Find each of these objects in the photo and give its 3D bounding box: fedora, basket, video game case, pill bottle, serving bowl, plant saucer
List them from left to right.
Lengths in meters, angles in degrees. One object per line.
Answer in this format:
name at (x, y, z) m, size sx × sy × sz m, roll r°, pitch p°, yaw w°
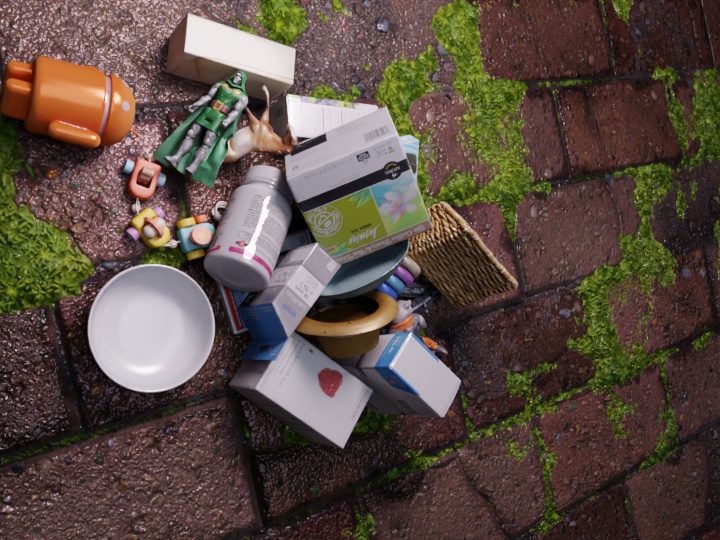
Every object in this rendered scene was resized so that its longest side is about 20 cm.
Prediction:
serving bowl at (-0.338, 0.093, 1.119) m, size 0.200 × 0.066 × 0.201 m, roll 4°, pitch 82°, yaw -32°
pill bottle at (-0.182, -0.074, 1.196) m, size 0.113 × 0.113 × 0.200 m, roll 32°, pitch 57°, yaw -26°
video game case at (-0.162, 0.017, 1.268) m, size 0.200 × 0.017 × 0.143 m, roll -19°, pitch 95°, yaw -33°
fedora at (-0.028, 0.098, 1.207) m, size 0.200 × 0.200 × 0.082 m, roll -21°, pitch 113°, yaw -32°
plant saucer at (0.000, 0.000, 1.241) m, size 0.201 × 0.201 × 0.039 m, roll -40°, pitch 117°, yaw -29°
basket at (0.203, -0.047, 1.360) m, size 0.200 × 0.149 × 0.143 m, roll 44°, pitch 41°, yaw -28°

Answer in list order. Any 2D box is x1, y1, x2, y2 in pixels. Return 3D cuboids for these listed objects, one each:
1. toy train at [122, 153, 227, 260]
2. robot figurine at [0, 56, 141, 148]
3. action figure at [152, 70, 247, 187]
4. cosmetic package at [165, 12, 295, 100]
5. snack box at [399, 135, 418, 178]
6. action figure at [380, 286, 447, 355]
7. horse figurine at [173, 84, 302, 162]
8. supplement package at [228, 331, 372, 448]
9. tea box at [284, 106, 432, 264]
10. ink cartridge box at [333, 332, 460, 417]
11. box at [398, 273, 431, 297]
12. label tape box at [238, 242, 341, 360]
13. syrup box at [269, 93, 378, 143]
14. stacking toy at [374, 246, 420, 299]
toy train at (-0.308, -0.103, 1.166) m, size 0.200 × 0.056 × 0.150 m, roll 26°, pitch 72°, yaw -27°
robot figurine at (-0.435, -0.257, 1.066) m, size 0.200 × 0.144 × 0.117 m, roll 8°, pitch 103°, yaw -31°
action figure at (-0.247, -0.249, 1.162) m, size 0.118 × 0.055 × 0.200 m, roll 28°, pitch 76°, yaw 4°
cosmetic package at (-0.225, -0.367, 1.221) m, size 0.200 × 0.103 × 0.073 m, roll 8°, pitch 80°, yaw -31°
snack box at (0.017, -0.184, 1.344) m, size 0.200 × 0.037 × 0.116 m, roll -16°, pitch 127°, yaw -23°
action figure at (0.119, 0.121, 1.374) m, size 0.200 × 0.105 × 0.194 m, roll -40°, pitch 125°, yaw -10°
horse figurine at (-0.215, -0.239, 1.211) m, size 0.200 × 0.050 × 0.133 m, roll -19°, pitch 90°, yaw -3°
supplement package at (-0.103, 0.206, 1.224) m, size 0.200 × 0.120 × 0.121 m, roll 39°, pitch 66°, yaw -23°
tea box at (-0.005, -0.143, 1.224) m, size 0.200 × 0.134 × 0.197 m, roll -22°, pitch 122°, yaw 6°
ink cartridge box at (0.059, 0.193, 1.282) m, size 0.146 × 0.200 × 0.086 m, roll 45°, pitch 62°, yaw -21°
box at (0.053, -0.028, 1.393) m, size 0.200 × 0.049 × 0.162 m, roll 4°, pitch 85°, yaw -32°
label tape box at (-0.139, 0.053, 1.182) m, size 0.063 × 0.144 × 0.200 m, roll 44°, pitch 64°, yaw -21°
syrup box at (-0.065, -0.274, 1.326) m, size 0.200 × 0.079 × 0.082 m, roll -2°, pitch 86°, yaw -33°
stacking toy at (0.025, 0.056, 1.302) m, size 0.085 × 0.085 × 0.200 m, roll 39°, pitch 81°, yaw -23°
